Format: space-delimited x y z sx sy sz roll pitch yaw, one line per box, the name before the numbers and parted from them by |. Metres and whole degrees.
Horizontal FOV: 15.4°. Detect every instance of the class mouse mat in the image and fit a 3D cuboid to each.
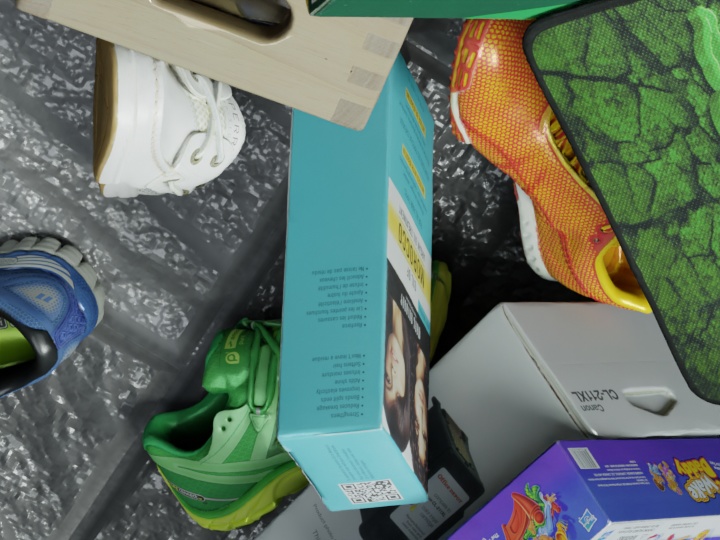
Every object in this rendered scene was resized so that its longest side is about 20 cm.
mouse mat | 0.170 -0.035 1.065 0.160 0.008 0.201 -14 119 30

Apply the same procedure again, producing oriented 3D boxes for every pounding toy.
pounding toy | -0.078 -0.160 1.161 0.199 0.184 0.143 19 121 -10

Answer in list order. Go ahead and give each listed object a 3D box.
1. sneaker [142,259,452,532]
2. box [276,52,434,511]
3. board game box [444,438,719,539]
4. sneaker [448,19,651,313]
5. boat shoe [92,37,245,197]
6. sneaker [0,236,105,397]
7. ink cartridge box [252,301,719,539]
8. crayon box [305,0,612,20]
sneaker | -0.034 0.057 1.321 0.084 0.074 0.200 42 118 -17
box | 0.000 0.000 1.204 0.049 0.201 0.082 -6 151 14
board game box | 0.107 0.135 1.230 0.134 0.200 0.045 -44 65 25
sneaker | 0.098 -0.056 1.201 0.077 0.073 0.200 19 158 36
boat shoe | -0.086 -0.070 1.211 0.069 0.200 0.071 3 87 -3
sneaker | -0.232 0.039 1.341 0.199 0.089 0.079 -14 114 18
ink cartridge box | 0.064 0.105 1.282 0.200 0.145 0.083 -45 64 27
crayon box | 0.054 -0.203 1.061 0.172 0.201 0.058 -2 167 -25
